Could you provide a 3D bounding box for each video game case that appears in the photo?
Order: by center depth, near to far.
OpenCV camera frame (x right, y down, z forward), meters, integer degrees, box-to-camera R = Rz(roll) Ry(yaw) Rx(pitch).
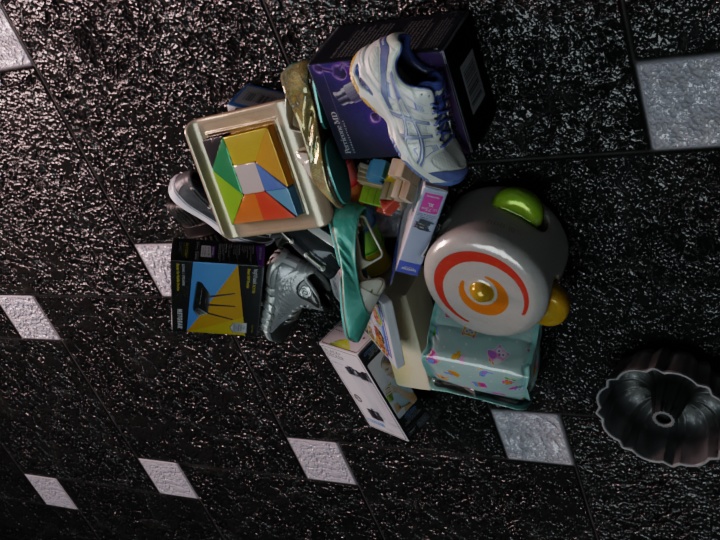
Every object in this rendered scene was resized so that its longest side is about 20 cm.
[{"bbox_3d":[0.001,0.043,1.572,0.200,0.018,0.144,48,159,42],"label":"video game case"}]

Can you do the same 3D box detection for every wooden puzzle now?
[{"bbox_3d":[-0.149,-0.137,1.450,0.198,0.037,0.187,-7,110,33],"label":"wooden puzzle"}]

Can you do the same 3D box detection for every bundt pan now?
[{"bbox_3d":[0.447,0.190,1.485,0.199,0.076,0.204,16,135,17],"label":"bundt pan"}]

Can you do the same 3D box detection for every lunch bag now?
[{"bbox_3d":[0.188,0.135,1.554,0.168,0.123,0.200,11,158,13],"label":"lunch bag"}]

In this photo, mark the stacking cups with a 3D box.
[{"bbox_3d":[-0.001,-0.085,1.510,0.060,0.061,0.202,7,134,26],"label":"stacking cups"}]

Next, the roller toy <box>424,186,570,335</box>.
[{"bbox_3d":[0.186,-0.006,1.413,0.181,0.140,0.201,-9,125,37],"label":"roller toy"}]

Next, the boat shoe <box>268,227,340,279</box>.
[{"bbox_3d":[-0.107,-0.061,1.524,0.199,0.061,0.076,33,-176,19],"label":"boat shoe"}]

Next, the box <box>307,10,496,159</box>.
[{"bbox_3d":[0.054,-0.234,1.308,0.198,0.105,0.149,0,129,31],"label":"box"}]

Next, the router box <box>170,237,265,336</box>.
[{"bbox_3d":[-0.233,0.029,1.659,0.147,0.052,0.201,3,144,-6],"label":"router box"}]

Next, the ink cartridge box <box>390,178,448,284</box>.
[{"bbox_3d":[0.084,-0.082,1.418,0.041,0.120,0.201,14,137,-5],"label":"ink cartridge box"}]

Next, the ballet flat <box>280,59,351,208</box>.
[{"bbox_3d":[-0.063,-0.179,1.363,0.070,0.071,0.203,-1,112,32],"label":"ballet flat"}]

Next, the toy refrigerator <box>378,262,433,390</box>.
[{"bbox_3d":[0.075,0.089,1.619,0.069,0.076,0.202,6,132,27],"label":"toy refrigerator"}]

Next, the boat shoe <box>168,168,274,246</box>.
[{"bbox_3d":[-0.200,-0.100,1.583,0.199,0.071,0.066,33,144,-29],"label":"boat shoe"}]

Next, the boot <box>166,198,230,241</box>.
[{"bbox_3d":[-0.277,-0.052,1.695,0.210,0.080,0.158,-26,120,32],"label":"boot"}]

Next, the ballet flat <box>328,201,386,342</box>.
[{"bbox_3d":[0.000,0.000,1.448,0.069,0.067,0.203,-9,89,16],"label":"ballet flat"}]

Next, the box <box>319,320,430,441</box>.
[{"bbox_3d":[0.024,0.185,1.725,0.116,0.060,0.201,14,139,52],"label":"box"}]

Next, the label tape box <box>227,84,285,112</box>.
[{"bbox_3d":[-0.109,-0.161,1.506,0.142,0.064,0.202,15,135,20],"label":"label tape box"}]

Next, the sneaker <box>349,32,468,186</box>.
[{"bbox_3d":[0.073,-0.187,1.205,0.088,0.076,0.200,-24,114,43],"label":"sneaker"}]

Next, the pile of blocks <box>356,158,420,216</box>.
[{"bbox_3d":[0.029,-0.108,1.399,0.081,0.063,0.200,17,174,-4],"label":"pile of blocks"}]

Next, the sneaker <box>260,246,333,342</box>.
[{"bbox_3d":[-0.101,0.061,1.700,0.114,0.075,0.202,20,136,15],"label":"sneaker"}]
